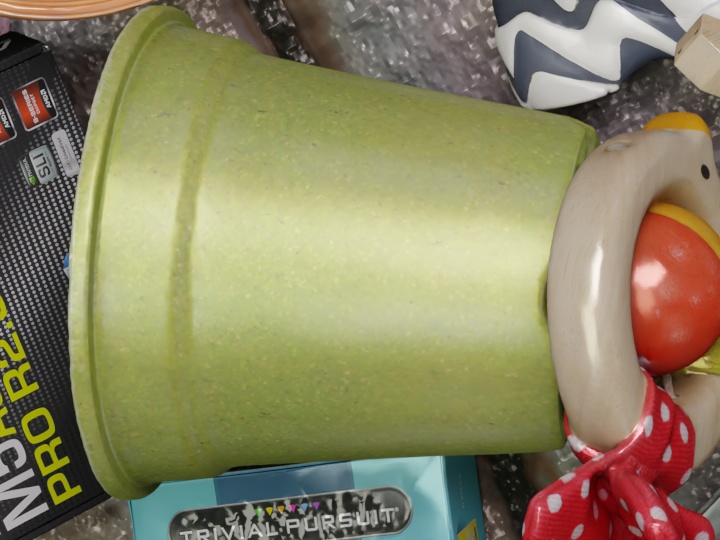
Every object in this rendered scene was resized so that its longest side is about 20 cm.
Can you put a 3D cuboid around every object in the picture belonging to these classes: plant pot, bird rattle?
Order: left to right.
[{"bbox_3d":[0.000,0.000,1.094,0.183,0.200,0.201,5,105,12],"label":"plant pot"},{"bbox_3d":[0.104,0.032,1.015,0.112,0.200,0.164,0,115,40],"label":"bird rattle"}]

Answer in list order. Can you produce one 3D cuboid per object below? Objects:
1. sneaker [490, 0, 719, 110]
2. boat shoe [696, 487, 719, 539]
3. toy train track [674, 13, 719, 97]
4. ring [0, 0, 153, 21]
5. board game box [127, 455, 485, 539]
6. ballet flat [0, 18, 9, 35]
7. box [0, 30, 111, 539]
[{"bbox_3d":[0.131,-0.150,1.066,0.199,0.079,0.130,-13,107,31],"label":"sneaker"},{"bbox_3d":[0.122,0.155,1.144,0.071,0.072,0.200,36,103,-20],"label":"boat shoe"},{"bbox_3d":[0.213,-0.047,1.045,0.199,0.033,0.115,18,148,-12],"label":"toy train track"},{"bbox_3d":[-0.132,-0.190,1.116,0.200,0.019,0.201,4,70,-12],"label":"ring"},{"bbox_3d":[-0.014,0.182,1.194,0.150,0.047,0.201,-8,87,20],"label":"board game box"},{"bbox_3d":[-0.181,-0.161,1.175,0.069,0.071,0.201,13,107,21],"label":"ballet flat"},{"bbox_3d":[-0.173,0.022,1.160,0.160,0.044,0.201,-27,113,-20],"label":"box"}]
